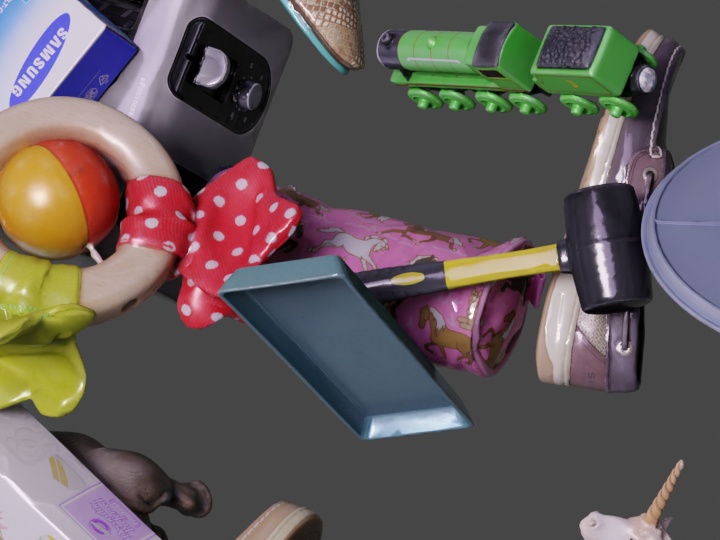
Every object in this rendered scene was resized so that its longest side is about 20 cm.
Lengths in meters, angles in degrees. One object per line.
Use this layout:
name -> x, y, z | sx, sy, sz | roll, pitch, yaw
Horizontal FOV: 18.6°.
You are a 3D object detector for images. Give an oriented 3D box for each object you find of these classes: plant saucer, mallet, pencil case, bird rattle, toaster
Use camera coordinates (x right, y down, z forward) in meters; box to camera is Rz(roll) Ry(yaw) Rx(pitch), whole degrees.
plant saucer -> -0.003, 0.043, 1.161 | 0.069, 0.200, 0.019 | -8, 61, 20
mallet -> 0.051, -0.009, 1.146 | 0.199, 0.041, 0.066 | -2, 80, 9
pencil case -> 0.000, 0.000, 1.229 | 0.199, 0.083, 0.087 | 16, 67, 24
bird rattle -> -0.140, -0.023, 1.151 | 0.199, 0.113, 0.163 | -32, 76, -14
toaster -> -0.164, -0.099, 1.300 | 0.199, 0.119, 0.182 | 19, 84, 25

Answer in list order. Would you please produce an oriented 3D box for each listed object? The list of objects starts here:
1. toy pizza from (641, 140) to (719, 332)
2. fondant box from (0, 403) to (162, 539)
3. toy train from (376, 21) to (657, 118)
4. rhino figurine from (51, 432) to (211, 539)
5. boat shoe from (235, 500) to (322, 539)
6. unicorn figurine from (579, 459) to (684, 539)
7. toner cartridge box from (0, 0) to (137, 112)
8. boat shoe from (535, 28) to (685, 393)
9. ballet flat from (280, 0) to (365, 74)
toy pizza -> 0.241, -0.010, 1.111 | 0.199, 0.032, 0.201 | -2, 37, 2
fondant box -> -0.212, 0.180, 1.208 | 0.144, 0.058, 0.200 | 42, 121, 13
toy train -> 0.079, -0.112, 1.199 | 0.199, 0.056, 0.042 | 8, 73, 52
rhino figurine -> -0.192, 0.118, 1.268 | 0.199, 0.087, 0.060 | 12, 81, 24
boat shoe -> -0.102, 0.197, 1.233 | 0.065, 0.072, 0.200 | 45, 102, 23
unicorn figurine -> 0.090, 0.195, 1.154 | 0.136, 0.074, 0.201 | 7, 77, 13
toner cartridge box -> -0.224, -0.080, 1.230 | 0.095, 0.043, 0.200 | 41, 94, 23
boat shoe -> 0.148, -0.029, 1.189 | 0.064, 0.072, 0.201 | 16, 80, 11
ballet flat -> -0.046, -0.202, 1.306 | 0.065, 0.071, 0.200 | -42, 68, 3
